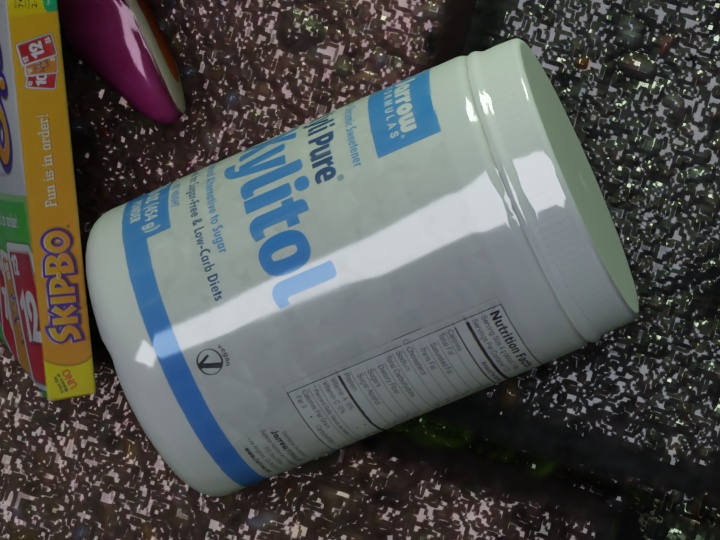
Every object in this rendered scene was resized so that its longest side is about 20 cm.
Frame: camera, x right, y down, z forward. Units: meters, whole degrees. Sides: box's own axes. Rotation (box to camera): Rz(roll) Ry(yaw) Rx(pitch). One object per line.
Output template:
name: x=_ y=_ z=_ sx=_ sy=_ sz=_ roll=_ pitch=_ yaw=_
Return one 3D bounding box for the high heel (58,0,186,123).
high heel: x=-0.156 y=-0.125 z=1.311 sx=0.096 sy=0.067 sz=0.200 roll=-35 pitch=67 yaw=1

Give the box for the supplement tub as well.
supplement tub: x=0.000 y=0.000 z=1.240 sx=0.200 sy=0.132 sz=0.132 roll=-24 pitch=83 yaw=10

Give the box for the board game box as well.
board game box: x=-0.142 y=-0.054 z=1.256 sx=0.030 sy=0.096 sz=0.200 roll=-8 pitch=111 yaw=-19
